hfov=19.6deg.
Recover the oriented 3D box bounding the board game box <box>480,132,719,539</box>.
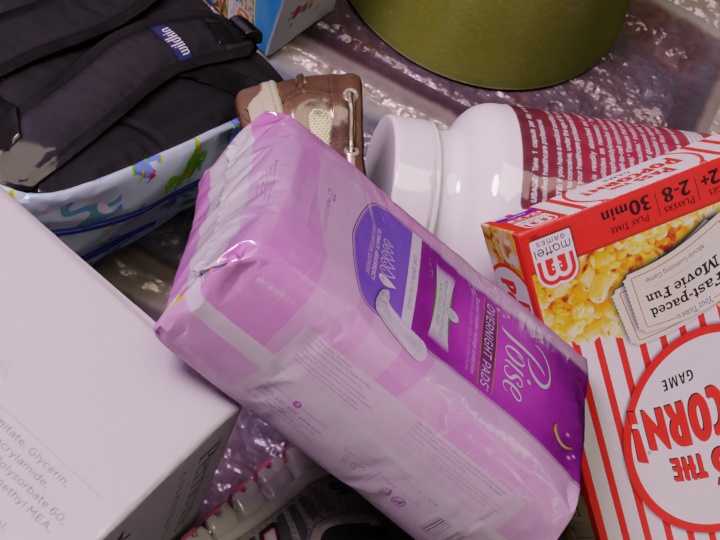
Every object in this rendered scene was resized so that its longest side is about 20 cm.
[{"bbox_3d":[0.157,0.047,1.022,0.151,0.046,0.201,-22,105,-17],"label":"board game box"}]

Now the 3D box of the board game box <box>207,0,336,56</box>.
[{"bbox_3d":[-0.085,-0.240,1.148,0.200,0.148,0.064,43,56,13],"label":"board game box"}]

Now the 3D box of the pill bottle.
[{"bbox_3d":[0.103,-0.027,1.090,0.199,0.113,0.113,8,57,-12],"label":"pill bottle"}]

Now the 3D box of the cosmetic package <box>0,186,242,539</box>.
[{"bbox_3d":[-0.185,0.100,0.895,0.165,0.165,0.200,41,58,10],"label":"cosmetic package"}]

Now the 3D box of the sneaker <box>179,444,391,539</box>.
[{"bbox_3d":[-0.054,0.163,0.948,0.087,0.074,0.200,36,51,15],"label":"sneaker"}]

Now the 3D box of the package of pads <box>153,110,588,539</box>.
[{"bbox_3d":[0.009,0.034,0.899,0.200,0.076,0.121,40,32,-19],"label":"package of pads"}]

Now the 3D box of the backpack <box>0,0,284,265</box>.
[{"bbox_3d":[-0.154,-0.070,1.034,0.163,0.154,0.200,42,30,7],"label":"backpack"}]

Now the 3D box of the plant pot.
[{"bbox_3d":[0.095,-0.236,1.166,0.186,0.200,0.188,7,57,-11],"label":"plant pot"}]

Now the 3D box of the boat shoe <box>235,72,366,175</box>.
[{"bbox_3d":[0.000,-0.001,0.998,0.075,0.075,0.203,-16,83,-1],"label":"boat shoe"}]
